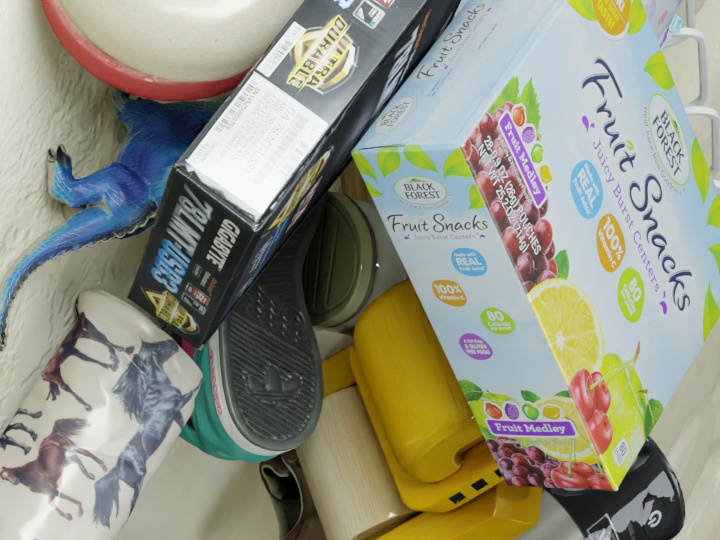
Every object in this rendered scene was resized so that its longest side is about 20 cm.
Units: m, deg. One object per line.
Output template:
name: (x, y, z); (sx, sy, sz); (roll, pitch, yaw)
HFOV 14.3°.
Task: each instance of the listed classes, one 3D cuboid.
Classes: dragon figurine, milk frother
dragon figurine: (-0.094, -0.036, 1.379); (0.200, 0.099, 0.059); (-54, 155, -28)
milk frother: (0.064, 0.146, 1.819); (0.188, 0.200, 0.181); (-36, 112, -27)

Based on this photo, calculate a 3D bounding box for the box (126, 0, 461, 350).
box: (-0.019, -0.075, 1.266); (0.199, 0.050, 0.200); (-51, 177, -20)

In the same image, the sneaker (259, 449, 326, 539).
sneaker: (-0.020, 0.109, 1.754); (0.070, 0.076, 0.200); (117, -11, -50)

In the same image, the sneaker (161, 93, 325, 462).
sneaker: (-0.069, 0.012, 1.521); (0.121, 0.084, 0.200); (147, -53, -59)

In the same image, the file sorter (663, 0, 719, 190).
file sorter: (0.142, -0.107, 1.672); (0.139, 0.124, 0.200); (71, 11, -71)

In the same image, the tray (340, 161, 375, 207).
tray: (0.047, 0.020, 1.678); (0.099, 0.037, 0.200); (-8, 90, -33)

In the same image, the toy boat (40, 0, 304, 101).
toy boat: (-0.065, -0.155, 1.313); (0.200, 0.131, 0.131); (-52, 175, -30)

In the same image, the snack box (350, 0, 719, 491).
snack box: (0.093, -0.027, 1.331); (0.169, 0.068, 0.200); (-53, 130, -40)

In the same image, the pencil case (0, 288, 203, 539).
pencil case: (-0.154, 0.106, 1.424); (0.078, 0.089, 0.200); (43, 70, -38)

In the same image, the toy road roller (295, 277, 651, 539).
toy road roller: (0.035, 0.071, 1.461); (0.200, 0.123, 0.146); (-33, 155, 26)

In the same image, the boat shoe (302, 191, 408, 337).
boat shoe: (0.000, 0.000, 1.551); (0.200, 0.068, 0.075); (178, -79, -76)

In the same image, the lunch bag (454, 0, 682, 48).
lunch bag: (0.086, -0.161, 1.527); (0.200, 0.127, 0.170); (49, 62, -24)
